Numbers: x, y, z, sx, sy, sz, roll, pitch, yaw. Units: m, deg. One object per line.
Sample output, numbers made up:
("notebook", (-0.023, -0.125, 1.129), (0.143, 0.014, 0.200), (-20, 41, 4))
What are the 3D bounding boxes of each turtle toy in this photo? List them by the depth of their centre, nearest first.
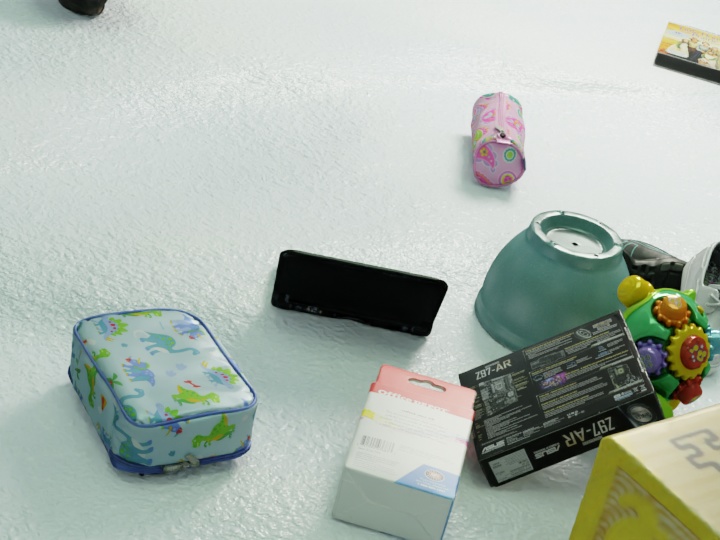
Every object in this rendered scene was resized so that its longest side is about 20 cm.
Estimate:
("turtle toy", (0.343, 0.109, 1.708), (0.145, 0.201, 0.101), (35, -13, -27))

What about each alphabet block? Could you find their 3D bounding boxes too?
("alphabet block", (0.333, 0.262, 1.400), (0.199, 0.197, 0.196), (-11, 35, -35))

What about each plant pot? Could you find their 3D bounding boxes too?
("plant pot", (0.254, 0.009, 1.860), (0.198, 0.135, 0.201), (10, 29, -5))

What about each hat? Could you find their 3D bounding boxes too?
("hat", (-0.455, -0.468, 2.456), (0.199, 0.082, 0.201), (10, 21, -4))

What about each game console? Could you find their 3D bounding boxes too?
("game console", (0.000, 0.000, 1.792), (0.198, 0.117, 0.176), (12, 30, -3))

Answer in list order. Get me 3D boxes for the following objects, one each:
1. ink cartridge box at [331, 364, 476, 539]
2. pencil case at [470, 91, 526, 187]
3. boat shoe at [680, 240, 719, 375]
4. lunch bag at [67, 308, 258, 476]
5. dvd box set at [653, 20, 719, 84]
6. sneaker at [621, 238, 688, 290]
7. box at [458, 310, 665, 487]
("ink cartridge box", (0.049, 0.186, 1.540), (0.115, 0.068, 0.200), (16, 30, 4))
("pencil case", (0.209, -0.201, 2.255), (0.087, 0.088, 0.200), (12, 29, -1))
("boat shoe", (0.450, 0.043, 1.903), (0.072, 0.069, 0.201), (28, 46, -4))
("lunch bag", (-0.202, 0.122, 1.536), (0.160, 0.083, 0.200), (-8, 35, -30))
("dvd box set", (0.647, -0.419, 2.859), (0.145, 0.030, 0.200), (19, 30, 10))
("sneaker", (0.352, -0.007, 2.006), (0.198, 0.076, 0.079), (15, 19, -14))
("box", (0.213, 0.136, 1.611), (0.199, 0.044, 0.161), (-23, 30, 8))
